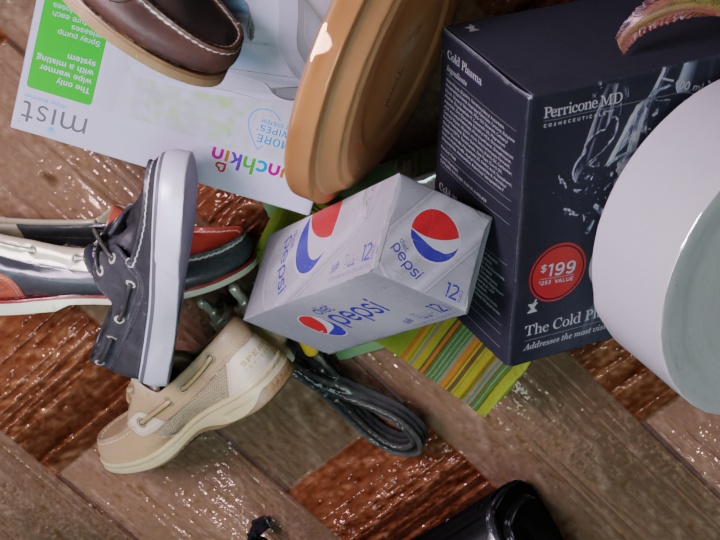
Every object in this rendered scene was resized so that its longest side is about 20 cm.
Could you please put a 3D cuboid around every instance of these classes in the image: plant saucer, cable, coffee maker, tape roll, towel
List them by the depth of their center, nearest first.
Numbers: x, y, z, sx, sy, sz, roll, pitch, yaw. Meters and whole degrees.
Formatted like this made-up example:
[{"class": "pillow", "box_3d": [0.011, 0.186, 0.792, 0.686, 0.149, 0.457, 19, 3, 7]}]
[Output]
[{"class": "tape roll", "box_3d": [0.236, -0.017, 1.143, 0.202, 0.071, 0.203, -17, 126, -25]}, {"class": "plant saucer", "box_3d": [0.015, -0.131, 1.148, 0.032, 0.200, 0.201, 26, 122, 12]}, {"class": "towel", "box_3d": [0.020, 0.023, 1.309, 0.199, 0.018, 0.086, 33, 135, 2]}, {"class": "cable", "box_3d": [-0.038, 0.075, 1.362, 0.097, 0.050, 0.200, -19, 121, 35]}, {"class": "coffee maker", "box_3d": [0.045, 0.237, 1.405, 0.199, 0.135, 0.192, -31, 113, 21]}]

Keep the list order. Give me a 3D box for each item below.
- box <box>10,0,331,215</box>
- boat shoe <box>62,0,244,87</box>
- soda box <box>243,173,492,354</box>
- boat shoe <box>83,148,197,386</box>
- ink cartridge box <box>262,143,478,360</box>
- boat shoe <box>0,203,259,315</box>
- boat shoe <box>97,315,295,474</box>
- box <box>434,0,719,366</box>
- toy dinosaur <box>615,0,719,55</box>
[{"class": "box", "box_3d": [-0.099, -0.154, 1.208, 0.199, 0.097, 0.177, 17, 119, -5]}, {"class": "boat shoe", "box_3d": [-0.145, -0.183, 1.098, 0.200, 0.071, 0.070, 34, 121, -14]}, {"class": "soda box", "box_3d": [0.000, 0.000, 1.187, 0.068, 0.064, 0.200, 23, 162, -19]}, {"class": "boat shoe", "box_3d": [-0.143, -0.002, 1.227, 0.066, 0.070, 0.200, 10, 141, -3]}, {"class": "ink cartridge box", "box_3d": [0.049, -0.010, 1.308, 0.199, 0.048, 0.146, -18, 118, 13]}, {"class": "boat shoe", "box_3d": [-0.170, -0.013, 1.316, 0.199, 0.071, 0.063, -6, 108, 5]}, {"class": "boat shoe", "box_3d": [-0.127, 0.083, 1.354, 0.200, 0.071, 0.065, -30, 107, 41]}, {"class": "box", "box_3d": [0.152, -0.063, 1.179, 0.199, 0.104, 0.183, -15, 124, -24]}, {"class": "toy dinosaur", "box_3d": [0.270, -0.178, 1.123, 0.199, 0.181, 0.106, 7, 105, 22]}]
